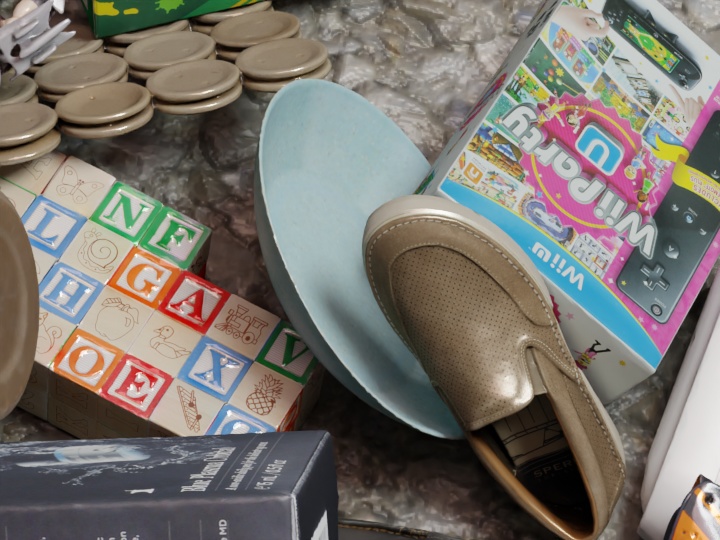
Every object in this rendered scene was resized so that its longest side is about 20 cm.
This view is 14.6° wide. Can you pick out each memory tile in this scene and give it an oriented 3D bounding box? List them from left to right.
[{"bbox_3d":[-0.125,-0.106,1.494,0.200,0.017,0.153,-15,26,-16],"label":"memory tile"}]

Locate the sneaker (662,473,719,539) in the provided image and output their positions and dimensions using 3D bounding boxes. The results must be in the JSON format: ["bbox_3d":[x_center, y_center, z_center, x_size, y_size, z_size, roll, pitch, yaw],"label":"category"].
[{"bbox_3d":[0.214,0.123,1.330,0.200,0.078,0.112,-41,77,-12],"label":"sneaker"}]

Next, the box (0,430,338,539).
[{"bbox_3d":[-0.114,0.143,1.254,0.200,0.197,0.118,-3,94,4],"label":"box"}]

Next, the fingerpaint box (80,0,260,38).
[{"bbox_3d":[-0.100,-0.239,1.572,0.167,0.073,0.200,-14,52,-14],"label":"fingerpaint box"}]

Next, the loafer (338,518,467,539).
[{"bbox_3d":[0.026,0.151,1.370,0.200,0.072,0.073,10,59,1],"label":"loafer"}]

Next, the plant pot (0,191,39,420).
[{"bbox_3d":[-0.252,0.018,1.317,0.174,0.200,0.201,-2,57,18],"label":"plant pot"}]

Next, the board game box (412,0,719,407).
[{"bbox_3d":[0.123,-0.048,1.464,0.147,0.064,0.200,40,54,-8],"label":"board game box"}]

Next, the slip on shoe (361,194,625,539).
[{"bbox_3d":[0.066,0.052,1.377,0.076,0.200,0.061,-22,26,20],"label":"slip on shoe"}]

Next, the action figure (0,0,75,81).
[{"bbox_3d":[-0.217,-0.140,1.480,0.130,0.069,0.200,-19,33,-1],"label":"action figure"}]

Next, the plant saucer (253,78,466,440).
[{"bbox_3d":[0.000,0.000,1.427,0.039,0.201,0.201,-29,56,27],"label":"plant saucer"}]

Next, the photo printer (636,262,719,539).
[{"bbox_3d":[0.239,0.080,1.418,0.166,0.069,0.200,20,76,6],"label":"photo printer"}]

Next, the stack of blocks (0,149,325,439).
[{"bbox_3d":[-0.118,0.028,1.435,0.200,0.059,0.115,27,60,10],"label":"stack of blocks"}]
